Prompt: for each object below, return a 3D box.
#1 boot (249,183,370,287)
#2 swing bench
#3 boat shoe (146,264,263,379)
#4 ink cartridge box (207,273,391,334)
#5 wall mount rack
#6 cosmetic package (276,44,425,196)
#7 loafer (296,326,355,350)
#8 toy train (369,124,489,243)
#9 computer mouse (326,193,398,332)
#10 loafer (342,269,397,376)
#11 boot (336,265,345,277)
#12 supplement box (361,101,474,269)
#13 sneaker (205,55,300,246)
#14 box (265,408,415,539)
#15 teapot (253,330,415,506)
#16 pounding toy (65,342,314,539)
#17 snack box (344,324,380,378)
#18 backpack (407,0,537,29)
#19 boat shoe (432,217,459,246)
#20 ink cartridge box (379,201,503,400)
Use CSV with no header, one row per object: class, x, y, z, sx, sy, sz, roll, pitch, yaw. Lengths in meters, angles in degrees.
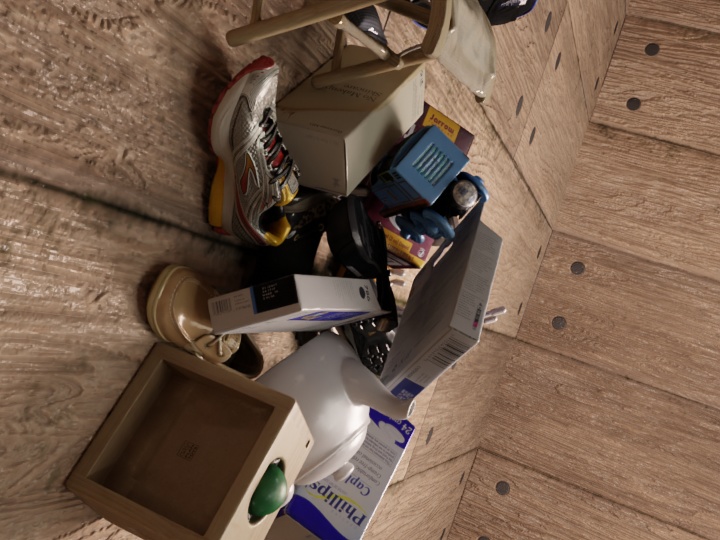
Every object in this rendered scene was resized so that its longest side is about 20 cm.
boot,-0.062,-0.033,0.967,0.200,0.073,0.151,-26,133,-65
swing bench,0.017,-0.240,0.774,0.199,0.199,0.130,4,95,-70
boat shoe,-0.145,0.055,0.833,0.071,0.064,0.200,-65,159,-17
ink cartridge box,-0.054,0.036,0.846,0.200,0.099,0.039,9,66,-65
wall mount rack,0.111,0.059,1.220,0.200,0.173,0.075,68,46,-81
cosmetic package,-0.014,-0.170,0.926,0.200,0.103,0.073,-52,151,-45
loafer,-0.037,0.098,1.154,0.073,0.071,0.200,-56,156,-36
toy train,0.069,-0.096,0.971,0.087,0.114,0.200,-46,-170,-10
computer mouse,0.000,0.000,0.942,0.200,0.046,0.141,35,45,-76
loafer,0.019,0.072,1.151,0.201,0.068,0.071,67,16,-45
boot,0.025,-0.019,1.240,0.144,0.071,0.201,-63,156,-6
supplement box,0.056,-0.114,1.118,0.110,0.086,0.201,28,78,-26
sneaker,-0.089,-0.107,0.784,0.078,0.082,0.200,-53,161,-42
box,-0.048,0.278,1.124,0.184,0.105,0.200,-41,-165,55
teapot,-0.063,0.176,0.955,0.197,0.146,0.200,-35,176,-17
pounding toy,-0.137,0.207,0.792,0.184,0.199,0.142,-61,159,-26
snack box,0.004,0.169,1.263,0.037,0.116,0.201,-21,128,-66
backpack,0.136,-0.376,1.030,0.200,0.182,0.148,-1,88,-79
boat shoe,0.086,-0.116,1.217,0.067,0.057,0.200,107,-27,-46
ink cartridge box,0.094,0.042,0.970,0.196,0.043,0.200,-53,-169,51
